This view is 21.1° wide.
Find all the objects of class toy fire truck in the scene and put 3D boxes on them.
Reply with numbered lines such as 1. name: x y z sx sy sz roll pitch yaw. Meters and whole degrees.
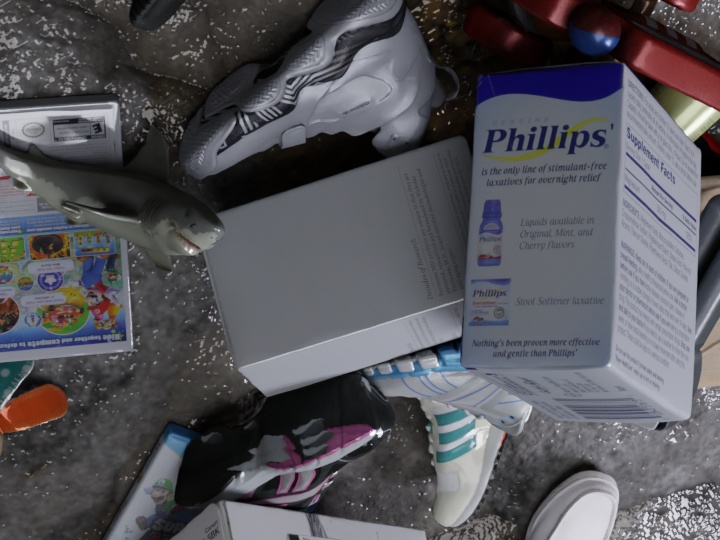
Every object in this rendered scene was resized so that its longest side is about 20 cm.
1. toy fire truck: 0.168 -0.168 1.312 0.199 0.168 0.113 24 102 -23

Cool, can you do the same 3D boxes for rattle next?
1. rattle: -0.321 0.135 1.413 0.199 0.143 0.131 -8 97 2

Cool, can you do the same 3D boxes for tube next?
1. tube: 0.180 -0.067 1.426 0.200 0.052 0.058 -45 149 12

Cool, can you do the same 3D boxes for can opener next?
1. can opener: 0.244 0.033 1.443 0.066 0.053 0.201 -14 136 -45

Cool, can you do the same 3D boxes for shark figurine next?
1. shark figurine: -0.181 -0.072 1.349 0.213 0.128 0.090 24 77 6

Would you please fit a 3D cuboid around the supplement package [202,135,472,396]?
1. supplement package: 0.000 0.000 1.379 0.199 0.118 0.117 -17 166 3

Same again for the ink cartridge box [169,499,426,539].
1. ink cartridge box: -0.060 0.258 1.516 0.199 0.083 0.147 13 139 -35

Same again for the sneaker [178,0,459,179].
1. sneaker: -0.026 -0.109 1.367 0.200 0.075 0.115 -39 117 7

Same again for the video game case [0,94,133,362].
1. video game case: -0.240 -0.027 1.397 0.142 0.018 0.201 -5 117 -10

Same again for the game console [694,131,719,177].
1. game console: 0.226 -0.012 1.509 0.177 0.031 0.200 37 106 -21

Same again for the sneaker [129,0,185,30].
1. sneaker: -0.071 -0.222 1.294 0.088 0.074 0.200 38 107 -25

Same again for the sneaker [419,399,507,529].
1. sneaker: 0.075 0.109 1.531 0.093 0.070 0.201 20 120 1

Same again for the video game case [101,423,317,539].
1. video game case: -0.136 0.227 1.571 0.143 0.018 0.201 22 112 -22

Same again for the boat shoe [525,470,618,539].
1. boat shoe: 0.167 0.262 1.625 0.070 0.069 0.201 16 114 -18

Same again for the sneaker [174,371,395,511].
1. sneaker: -0.045 0.139 1.476 0.199 0.081 0.086 -23 141 37

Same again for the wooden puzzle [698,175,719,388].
1. wooden puzzle: 0.296 0.002 1.483 0.184 0.046 0.201 -5 124 -8

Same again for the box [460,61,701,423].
1. box: 0.151 -0.013 1.292 0.104 0.201 0.184 -2 165 25

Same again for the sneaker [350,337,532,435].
1. sneaker: 0.084 0.085 1.440 0.199 0.075 0.087 -9 107 23
